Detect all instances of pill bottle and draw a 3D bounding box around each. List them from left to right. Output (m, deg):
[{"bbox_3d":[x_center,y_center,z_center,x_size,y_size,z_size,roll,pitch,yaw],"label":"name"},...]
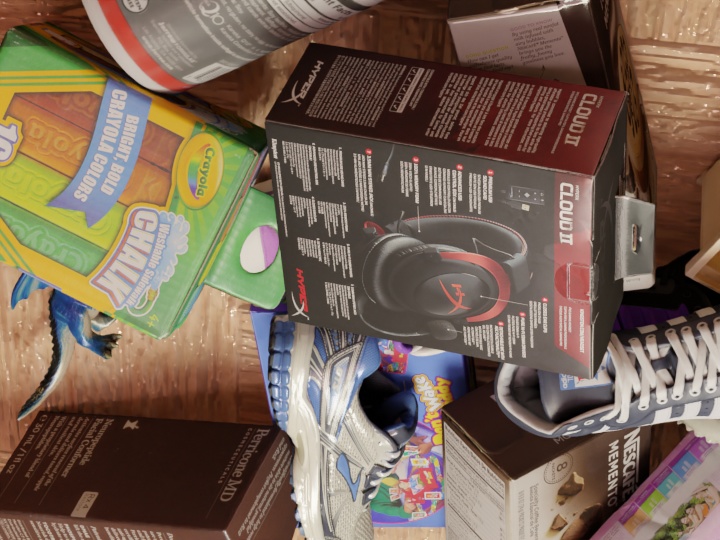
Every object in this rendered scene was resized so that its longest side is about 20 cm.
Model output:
[{"bbox_3d":[-0.045,-0.182,1.168,0.200,0.116,0.116,-22,124,23],"label":"pill bottle"}]

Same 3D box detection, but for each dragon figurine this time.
[{"bbox_3d":[-0.186,0.003,1.383,0.099,0.059,0.200,35,122,-18],"label":"dragon figurine"}]

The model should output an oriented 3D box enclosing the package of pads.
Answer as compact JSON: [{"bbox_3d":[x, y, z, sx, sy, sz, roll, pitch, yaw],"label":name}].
[{"bbox_3d":[0.229,0.162,1.378,0.200,0.076,0.120,-49,137,4],"label":"package of pads"}]

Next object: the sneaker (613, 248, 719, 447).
[{"bbox_3d":[0.182,0.024,1.321,0.200,0.070,0.100,29,114,23],"label":"sneaker"}]

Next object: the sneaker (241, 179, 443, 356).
[{"bbox_3d":[0.000,-0.001,1.319,0.200,0.114,0.073,-1,132,11],"label":"sneaker"}]

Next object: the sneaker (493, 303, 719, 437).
[{"bbox_3d":[0.169,0.052,1.221,0.200,0.070,0.108,-17,166,35],"label":"sneaker"}]

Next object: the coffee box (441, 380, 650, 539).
[{"bbox_3d":[0.121,0.159,1.417,0.113,0.080,0.200,-24,134,-23],"label":"coffee box"}]

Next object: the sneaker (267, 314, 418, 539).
[{"bbox_3d":[-0.003,0.113,1.382,0.085,0.077,0.200,-5,130,7],"label":"sneaker"}]

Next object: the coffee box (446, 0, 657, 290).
[{"bbox_3d":[0.112,-0.096,1.220,0.080,0.113,0.200,-8,129,15],"label":"coffee box"}]

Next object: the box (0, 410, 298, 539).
[{"bbox_3d":[-0.145,0.156,1.451,0.199,0.100,0.075,2,131,26],"label":"box"}]

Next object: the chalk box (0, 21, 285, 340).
[{"bbox_3d":[-0.127,-0.044,1.247,0.200,0.124,0.125,26,98,-1],"label":"chalk box"}]

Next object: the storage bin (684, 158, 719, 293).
[{"bbox_3d":[0.325,-0.044,1.245,0.198,0.094,0.200,27,128,-14],"label":"storage bin"}]

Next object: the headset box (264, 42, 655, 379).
[{"bbox_3d":[0.059,-0.030,1.163,0.199,0.075,0.149,10,135,17],"label":"headset box"}]

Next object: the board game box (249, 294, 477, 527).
[{"bbox_3d":[0.009,0.086,1.435,0.134,0.045,0.200,-1,130,9],"label":"board game box"}]
